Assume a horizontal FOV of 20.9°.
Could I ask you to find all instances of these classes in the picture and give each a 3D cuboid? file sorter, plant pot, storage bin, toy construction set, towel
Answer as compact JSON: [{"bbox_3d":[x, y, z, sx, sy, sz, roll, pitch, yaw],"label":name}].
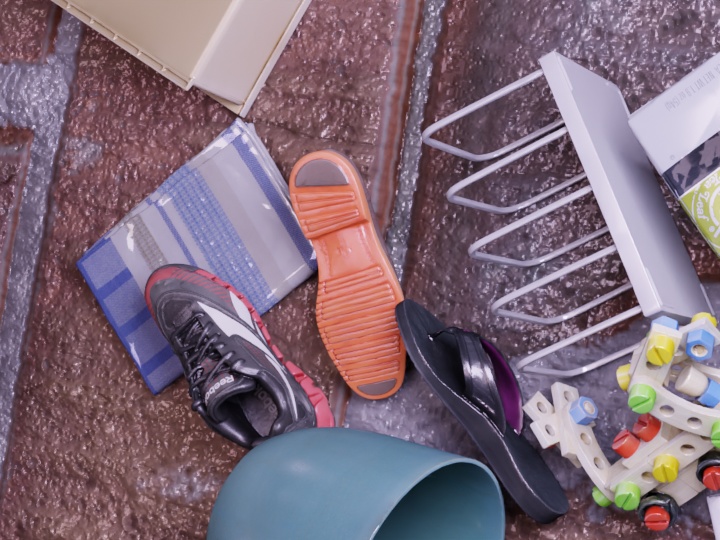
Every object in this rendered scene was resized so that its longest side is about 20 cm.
[{"bbox_3d":[0.149,-0.032,1.418,0.124,0.139,0.200,-27,73,22],"label":"file sorter"},{"bbox_3d":[-0.015,0.206,1.441,0.161,0.201,0.201,21,93,34],"label":"plant pot"},{"bbox_3d":[-0.139,-0.267,1.603,0.199,0.094,0.200,35,99,25],"label":"storage bin"},{"bbox_3d":[0.199,0.109,1.378,0.200,0.131,0.092,-36,23,53],"label":"toy construction set"},{"bbox_3d":[-0.131,-0.011,1.608,0.200,0.024,0.147,-38,72,18],"label":"towel"}]

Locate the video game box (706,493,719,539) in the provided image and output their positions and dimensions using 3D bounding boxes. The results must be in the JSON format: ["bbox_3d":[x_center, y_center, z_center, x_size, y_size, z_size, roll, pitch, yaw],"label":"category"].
[{"bbox_3d":[0.355,0.224,1.344,0.200,0.047,0.182,-16,80,23],"label":"video game box"}]

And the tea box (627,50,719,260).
[{"bbox_3d":[0.329,-0.076,1.341,0.200,0.134,0.197,-38,71,16],"label":"tea box"}]

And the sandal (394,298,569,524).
[{"bbox_3d":[0.100,0.096,1.463,0.048,0.075,0.200,-41,78,20],"label":"sandal"}]

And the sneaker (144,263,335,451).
[{"bbox_3d":[-0.106,0.072,1.531,0.071,0.098,0.200,-46,76,18],"label":"sneaker"}]

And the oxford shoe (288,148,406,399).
[{"bbox_3d":[0.000,0.000,1.527,0.071,0.073,0.200,-10,98,13],"label":"oxford shoe"}]
